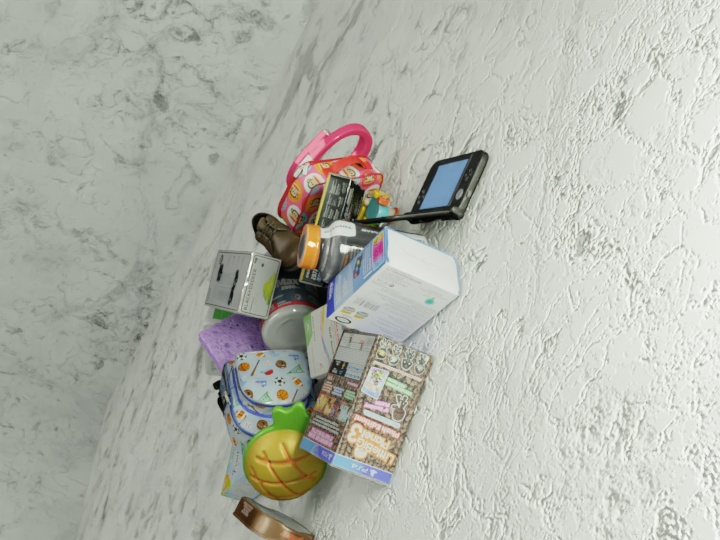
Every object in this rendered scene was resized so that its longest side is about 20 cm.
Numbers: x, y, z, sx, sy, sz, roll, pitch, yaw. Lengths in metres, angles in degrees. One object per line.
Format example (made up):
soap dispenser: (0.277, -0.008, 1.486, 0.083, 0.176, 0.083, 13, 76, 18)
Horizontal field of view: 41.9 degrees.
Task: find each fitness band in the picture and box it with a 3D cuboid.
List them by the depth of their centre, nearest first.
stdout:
fitness band: (-0.063, -0.217, 1.878, 0.200, 0.143, 0.037, -44, 63, 17)

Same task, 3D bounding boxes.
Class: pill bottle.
pill bottle: (0.001, -0.023, 1.512, 0.106, 0.199, 0.107, -170, 90, -77)
pill bottle: (-0.140, 0.052, 1.789, 0.120, 0.119, 0.200, -56, 32, 29)

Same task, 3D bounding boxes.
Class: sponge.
sponge: (-0.203, 0.122, 1.831, 0.112, 0.200, 0.030, 50, 153, 25)

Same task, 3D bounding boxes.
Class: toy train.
toy train: (0.015, -0.069, 1.798, 0.200, 0.055, 0.151, -29, 50, 60)

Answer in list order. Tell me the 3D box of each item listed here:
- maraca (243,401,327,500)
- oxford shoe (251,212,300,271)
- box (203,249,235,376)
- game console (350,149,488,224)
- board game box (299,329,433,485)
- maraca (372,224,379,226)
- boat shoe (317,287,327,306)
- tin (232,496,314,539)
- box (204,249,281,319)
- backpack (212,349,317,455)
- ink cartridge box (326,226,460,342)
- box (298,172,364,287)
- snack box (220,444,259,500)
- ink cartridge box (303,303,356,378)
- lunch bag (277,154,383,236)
maraca: (-0.115, 0.298, 1.544, 0.107, 0.137, 0.200, -92, 26, -59)
oxford shoe: (-0.157, -0.055, 1.746, 0.073, 0.084, 0.200, -53, 34, -1)
box: (-0.227, 0.101, 1.984, 0.200, 0.171, 0.199, 102, 178, -52)
game console: (0.092, -0.131, 1.534, 0.176, 0.116, 0.200, -65, 19, -8)
board game box: (0.006, 0.201, 1.417, 0.201, 0.097, 0.159, -69, 19, -8)
maraca: (0.000, 0.000, 1.664, 0.200, 0.107, 0.138, 126, 149, -51)
boat shoe: (-0.095, 0.057, 1.913, 0.065, 0.074, 0.203, -119, 46, -69)
tin: (-0.143, 0.419, 1.550, 0.042, 0.112, 0.200, -60, 18, -12)
box: (-0.223, 0.025, 1.763, 0.200, 0.060, 0.117, 3, 78, 63)
backpack: (-0.158, 0.242, 1.691, 0.154, 0.199, 0.191, 100, 161, -50)
ink cartridge box: (0.038, 0.036, 1.439, 0.200, 0.136, 0.077, -45, 32, 40)
box: (-0.049, -0.068, 1.717, 0.160, 0.049, 0.201, 13, -88, -79)
snack box: (-0.197, 0.345, 1.855, 0.200, 0.068, 0.169, -48, 26, 48)
ink cartridge box: (-0.026, 0.111, 1.602, 0.200, 0.067, 0.118, -31, 65, 60)
lunch bag: (-0.054, -0.156, 1.853, 0.082, 0.200, 0.176, 53, 134, 26)
